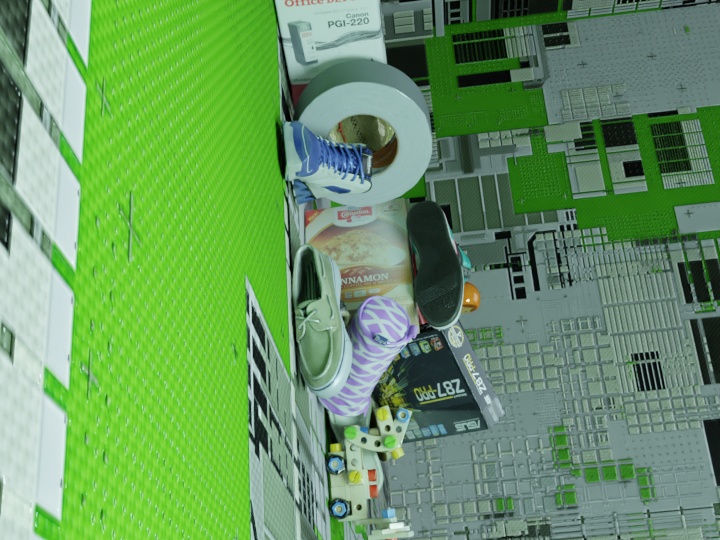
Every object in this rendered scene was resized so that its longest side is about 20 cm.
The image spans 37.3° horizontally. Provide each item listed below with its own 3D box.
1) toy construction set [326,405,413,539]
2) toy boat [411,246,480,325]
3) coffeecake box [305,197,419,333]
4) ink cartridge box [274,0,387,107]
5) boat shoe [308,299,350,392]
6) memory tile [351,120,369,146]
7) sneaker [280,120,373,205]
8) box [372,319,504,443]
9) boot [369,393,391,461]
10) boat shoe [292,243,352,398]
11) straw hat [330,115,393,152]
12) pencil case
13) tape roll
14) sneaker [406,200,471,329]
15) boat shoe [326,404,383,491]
[{"bbox_3d":[0.018,0.297,1.520,0.092,0.129,0.203,76,9,-64],"label":"toy construction set"},{"bbox_3d":[0.122,0.055,1.614,0.130,0.129,0.203,-25,97,-60],"label":"toy boat"},{"bbox_3d":[0.000,0.000,1.530,0.074,0.151,0.202,77,7,-48],"label":"coffeecake box"},{"bbox_3d":[-0.039,-0.341,1.512,0.086,0.143,0.202,-91,174,-46],"label":"ink cartridge box"},{"bbox_3d":[-0.045,0.064,1.392,0.072,0.064,0.202,80,5,-53],"label":"boat shoe"},{"bbox_3d":[-0.034,-0.194,1.669,0.199,0.017,0.156,20,57,-53],"label":"memory tile"},{"bbox_3d":[-0.041,-0.147,1.404,0.200,0.113,0.082,71,13,-77],"label":"sneaker"},{"bbox_3d":[0.095,0.162,1.549,0.049,0.199,0.163,-35,102,-41],"label":"box"},{"bbox_3d":[0.060,0.183,1.682,0.072,0.153,0.203,-14,-88,60],"label":"boot"},{"bbox_3d":[-0.057,0.060,1.311,0.062,0.071,0.202,42,32,-47],"label":"boat shoe"},{"bbox_3d":[0.005,-0.220,1.648,0.200,0.084,0.204,34,47,-44],"label":"straw hat"},{"bbox_3d":[0.006,0.119,1.445,0.201,0.084,0.085,120,-13,-47],"label":"pencil case"},{"bbox_3d":[0.002,-0.191,1.508,0.067,0.197,0.203,-90,174,-53],"label":"tape roll"},{"bbox_3d":[0.113,0.015,1.497,0.121,0.082,0.203,58,22,-52],"label":"sneaker"},{"bbox_3d":[-0.017,0.239,1.612,0.060,0.071,0.205,157,-77,-69],"label":"boat shoe"}]
